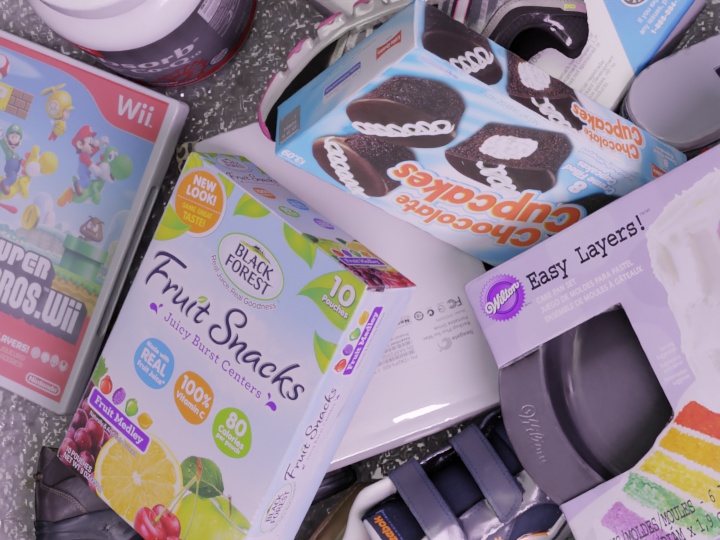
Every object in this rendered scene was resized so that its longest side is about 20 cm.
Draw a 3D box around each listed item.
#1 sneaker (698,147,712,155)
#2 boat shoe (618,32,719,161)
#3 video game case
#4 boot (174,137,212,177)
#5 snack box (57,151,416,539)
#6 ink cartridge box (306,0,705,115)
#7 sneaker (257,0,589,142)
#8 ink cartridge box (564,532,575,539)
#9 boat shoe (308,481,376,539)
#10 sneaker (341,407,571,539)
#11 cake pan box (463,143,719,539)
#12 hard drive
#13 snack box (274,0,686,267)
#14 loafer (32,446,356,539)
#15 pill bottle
[{"bbox_3d":[0.185,-0.022,1.081,0.199,0.094,0.070,-29,43,-2],"label":"sneaker"},{"bbox_3d":[0.231,-0.106,1.112,0.199,0.070,0.071,-27,71,-20],"label":"boat shoe"},{"bbox_3d":[-0.200,-0.031,1.169,0.143,0.017,0.201,23,94,20],"label":"video game case"},{"bbox_3d":[-0.018,-0.006,1.138,0.202,0.073,0.155,-3,83,6],"label":"boot"},{"bbox_3d":[-0.072,0.057,1.049,0.142,0.053,0.201,37,110,29],"label":"snack box"},{"bbox_3d":[0.083,-0.165,1.127,0.200,0.084,0.146,37,92,9],"label":"ink cartridge box"},{"bbox_3d":[0.040,-0.111,1.051,0.199,0.074,0.088,-30,78,4],"label":"sneaker"},{"bbox_3d":[0.221,0.151,1.050,0.199,0.087,0.146,-23,83,30],"label":"ink cartridge box"},{"bbox_3d":[-0.049,0.201,1.129,0.065,0.072,0.200,31,82,29],"label":"boat shoe"},{"bbox_3d":[0.054,0.136,1.057,0.200,0.079,0.078,-49,44,9],"label":"sneaker"},{"bbox_3d":[0.170,0.047,0.985,0.199,0.052,0.185,-28,67,15],"label":"cake pan box"},{"bbox_3d":[0.000,0.000,1.091,0.131,0.026,0.201,-19,75,-8],"label":"hard drive"},{"bbox_3d":[0.067,-0.061,1.031,0.116,0.199,0.037,-34,43,40],"label":"snack box"},{"bbox_3d":[-0.103,0.123,1.141,0.199,0.073,0.073,-11,80,6],"label":"loafer"},{"bbox_3d":[-0.131,-0.175,1.098,0.115,0.200,0.116,-1,86,8],"label":"pill bottle"}]
